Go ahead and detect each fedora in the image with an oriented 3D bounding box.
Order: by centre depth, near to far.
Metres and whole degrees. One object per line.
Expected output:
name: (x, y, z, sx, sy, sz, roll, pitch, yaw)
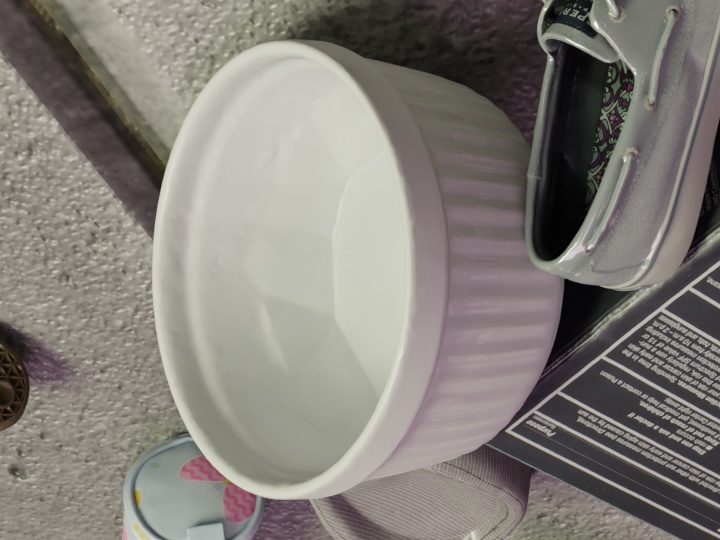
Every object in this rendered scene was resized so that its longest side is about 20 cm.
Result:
fedora: (0.020, 0.095, 0.958, 0.177, 0.090, 0.200, -33, 126, 30)

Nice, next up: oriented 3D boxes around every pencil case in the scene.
pencil case: (-0.110, 0.189, 1.061, 0.083, 0.091, 0.200, 8, 135, -6)

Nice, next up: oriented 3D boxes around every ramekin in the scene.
ramekin: (0.000, 0.000, 0.788, 0.105, 0.200, 0.200, 1, 143, -38)

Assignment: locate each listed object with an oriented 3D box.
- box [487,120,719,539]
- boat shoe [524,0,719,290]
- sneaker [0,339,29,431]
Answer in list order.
box: (0.185, 0.023, 0.843, 0.200, 0.123, 0.198, 28, 129, -24)
boat shoe: (0.107, -0.091, 0.708, 0.071, 0.070, 0.201, 3, 99, -39)
sneaker: (-0.283, 0.051, 0.955, 0.200, 0.071, 0.076, 12, 165, -18)
